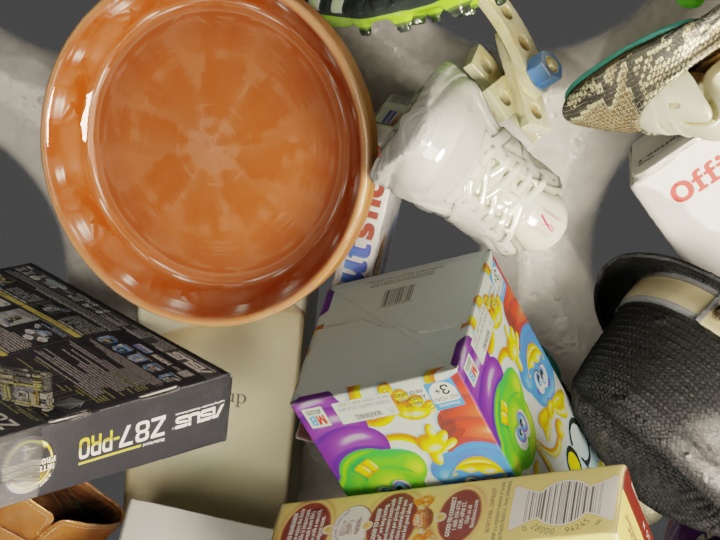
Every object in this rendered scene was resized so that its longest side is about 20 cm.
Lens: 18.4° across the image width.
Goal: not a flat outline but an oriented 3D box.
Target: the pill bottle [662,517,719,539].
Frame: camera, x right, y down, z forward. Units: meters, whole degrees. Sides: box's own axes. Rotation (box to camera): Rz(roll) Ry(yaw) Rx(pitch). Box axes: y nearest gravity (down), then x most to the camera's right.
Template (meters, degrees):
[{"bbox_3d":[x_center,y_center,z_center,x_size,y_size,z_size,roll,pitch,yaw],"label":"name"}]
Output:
[{"bbox_3d":[0.233,0.200,1.289,0.111,0.200,0.111,2,110,5],"label":"pill bottle"}]

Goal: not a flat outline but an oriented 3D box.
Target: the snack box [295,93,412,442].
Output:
[{"bbox_3d":[0.000,0.000,1.309,0.024,0.072,0.200,15,110,5],"label":"snack box"}]

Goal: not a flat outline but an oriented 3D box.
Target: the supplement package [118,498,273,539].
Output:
[{"bbox_3d":[-0.096,0.240,1.329,0.120,0.121,0.200,12,148,1],"label":"supplement package"}]

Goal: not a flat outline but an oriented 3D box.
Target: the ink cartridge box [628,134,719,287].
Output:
[{"bbox_3d":[0.266,-0.024,1.269,0.145,0.084,0.200,-34,103,16],"label":"ink cartridge box"}]

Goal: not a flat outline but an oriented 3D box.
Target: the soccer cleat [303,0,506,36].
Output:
[{"bbox_3d":[0.002,-0.171,1.213,0.200,0.068,0.081,2,105,44],"label":"soccer cleat"}]

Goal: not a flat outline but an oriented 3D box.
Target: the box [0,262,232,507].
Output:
[{"bbox_3d":[-0.195,0.058,1.256,0.200,0.161,0.049,26,117,41],"label":"box"}]

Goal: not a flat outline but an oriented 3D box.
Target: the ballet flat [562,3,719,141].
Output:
[{"bbox_3d":[0.203,-0.116,1.191,0.200,0.068,0.075,-33,65,15],"label":"ballet flat"}]

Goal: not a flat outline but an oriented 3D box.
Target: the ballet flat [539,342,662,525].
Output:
[{"bbox_3d":[0.104,0.090,1.337,0.200,0.067,0.062,45,117,-10],"label":"ballet flat"}]

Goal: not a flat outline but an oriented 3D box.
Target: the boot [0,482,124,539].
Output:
[{"bbox_3d":[-0.191,0.186,1.349,0.200,0.074,0.155,24,124,-40],"label":"boot"}]

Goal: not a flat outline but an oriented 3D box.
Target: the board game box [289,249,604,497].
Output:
[{"bbox_3d":[0.059,0.104,1.257,0.105,0.103,0.200,-14,124,26],"label":"board game box"}]

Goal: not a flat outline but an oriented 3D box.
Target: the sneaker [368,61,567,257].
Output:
[{"bbox_3d":[0.070,-0.052,1.214,0.099,0.200,0.078,34,94,12],"label":"sneaker"}]

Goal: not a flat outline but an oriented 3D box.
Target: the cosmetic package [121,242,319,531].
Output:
[{"bbox_3d":[-0.084,0.073,1.344,0.103,0.073,0.200,7,111,4],"label":"cosmetic package"}]

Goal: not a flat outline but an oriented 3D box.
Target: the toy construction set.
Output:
[{"bbox_3d":[0.125,-0.167,1.237,0.131,0.092,0.200,33,119,-33],"label":"toy construction set"}]

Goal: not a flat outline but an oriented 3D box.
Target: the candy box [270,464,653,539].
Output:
[{"bbox_3d":[0.062,0.173,1.207,0.200,0.055,0.115,-8,127,21],"label":"candy box"}]

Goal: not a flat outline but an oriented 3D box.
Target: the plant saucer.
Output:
[{"bbox_3d":[-0.083,-0.069,1.240,0.200,0.032,0.200,4,100,21],"label":"plant saucer"}]

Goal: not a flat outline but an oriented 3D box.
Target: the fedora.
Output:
[{"bbox_3d":[0.190,0.086,1.254,0.092,0.201,0.201,-43,103,-20],"label":"fedora"}]
